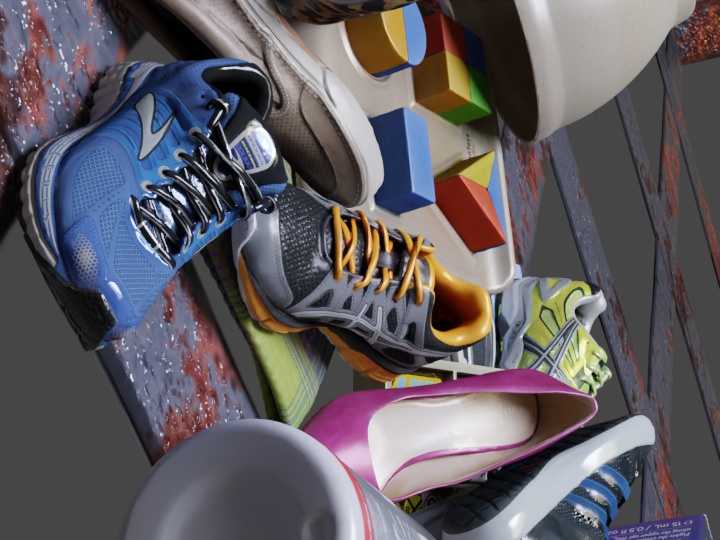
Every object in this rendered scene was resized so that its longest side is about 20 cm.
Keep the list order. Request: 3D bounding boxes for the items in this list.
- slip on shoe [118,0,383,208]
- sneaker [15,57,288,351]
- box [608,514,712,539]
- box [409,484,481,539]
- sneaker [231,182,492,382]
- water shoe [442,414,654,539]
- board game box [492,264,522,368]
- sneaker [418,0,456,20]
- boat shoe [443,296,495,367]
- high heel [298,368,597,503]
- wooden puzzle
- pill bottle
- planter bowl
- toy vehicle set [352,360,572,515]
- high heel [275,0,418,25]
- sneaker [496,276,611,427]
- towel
[{"bbox_3d":[-0.059,-0.098,0.868,0.061,0.076,0.201,-51,130,-24],"label":"slip on shoe"},{"bbox_3d":[-0.084,-0.042,0.742,0.201,0.088,0.079,-75,147,-54],"label":"sneaker"},{"bbox_3d":[0.195,0.284,1.280,0.200,0.147,0.105,-59,133,-65],"label":"box"},{"bbox_3d":[0.052,0.237,0.974,0.144,0.036,0.202,-15,96,-50],"label":"box"},{"bbox_3d":[0.000,0.000,0.905,0.200,0.077,0.079,30,53,-54],"label":"sneaker"},{"bbox_3d":[0.114,0.144,0.983,0.199,0.071,0.080,-23,92,-50],"label":"water shoe"},{"bbox_3d":[0.106,0.091,1.312,0.151,0.036,0.202,12,66,-70],"label":"board game box"},{"bbox_3d":[0.027,-0.163,1.198,0.201,0.067,0.109,10,60,-66],"label":"sneaker"},{"bbox_3d":[0.057,0.024,1.145,0.067,0.071,0.202,23,65,-58],"label":"boat shoe"},{"bbox_3d":[0.045,0.095,0.939,0.199,0.095,0.068,-6,89,-52],"label":"high heel"},{"bbox_3d":[0.035,-0.093,1.042,0.199,0.046,0.187,18,61,-50],"label":"wooden puzzle"},{"bbox_3d":[-0.018,0.151,0.779,0.200,0.113,0.115,48,35,-58],"label":"pill bottle"},{"bbox_3d":[0.138,-0.201,1.131,0.200,0.134,0.202,159,-90,-84],"label":"planter bowl"},{"bbox_3d":[0.067,0.123,1.061,0.199,0.026,0.126,11,76,-49],"label":"toy vehicle set"},{"bbox_3d":[0.015,-0.160,0.891,0.142,0.199,0.072,8,91,-51],"label":"high heel"},{"bbox_3d":[0.140,0.082,1.243,0.076,0.076,0.201,57,30,-48],"label":"sneaker"},{"bbox_3d":[-0.043,-0.015,0.956,0.201,0.023,0.145,-74,148,-54],"label":"towel"}]
